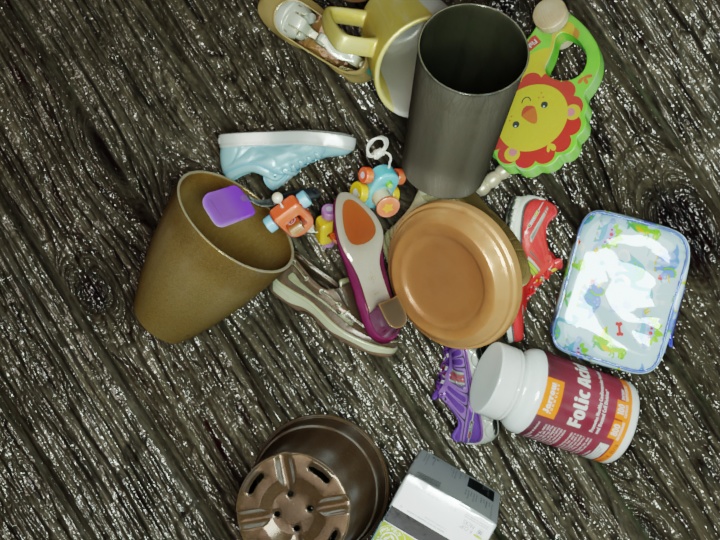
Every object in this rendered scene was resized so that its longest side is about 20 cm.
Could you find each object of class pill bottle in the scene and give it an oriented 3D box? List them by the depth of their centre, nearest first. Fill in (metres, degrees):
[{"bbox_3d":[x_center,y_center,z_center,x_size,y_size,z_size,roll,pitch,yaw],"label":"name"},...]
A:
[{"bbox_3d":[0.251,0.169,1.588,0.198,0.114,0.115,20,93,-14],"label":"pill bottle"}]

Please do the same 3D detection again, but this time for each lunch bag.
[{"bbox_3d":[0.346,0.030,1.619,0.159,0.082,0.202,15,92,9],"label":"lunch bag"}]

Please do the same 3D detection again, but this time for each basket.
[{"bbox_3d":[0.122,-0.201,1.529,0.135,0.201,0.181,16,48,4],"label":"basket"}]

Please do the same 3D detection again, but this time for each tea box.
[{"bbox_3d":[0.081,0.364,1.601,0.133,0.200,0.198,28,94,7],"label":"tea box"}]

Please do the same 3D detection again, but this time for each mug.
[{"bbox_3d":[0.057,-0.315,1.607,0.149,0.186,0.154,-40,41,15],"label":"mug"}]

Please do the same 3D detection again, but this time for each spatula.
[{"bbox_3d":[-0.128,-0.095,1.650,0.057,0.199,0.021,54,128,21],"label":"spatula"}]

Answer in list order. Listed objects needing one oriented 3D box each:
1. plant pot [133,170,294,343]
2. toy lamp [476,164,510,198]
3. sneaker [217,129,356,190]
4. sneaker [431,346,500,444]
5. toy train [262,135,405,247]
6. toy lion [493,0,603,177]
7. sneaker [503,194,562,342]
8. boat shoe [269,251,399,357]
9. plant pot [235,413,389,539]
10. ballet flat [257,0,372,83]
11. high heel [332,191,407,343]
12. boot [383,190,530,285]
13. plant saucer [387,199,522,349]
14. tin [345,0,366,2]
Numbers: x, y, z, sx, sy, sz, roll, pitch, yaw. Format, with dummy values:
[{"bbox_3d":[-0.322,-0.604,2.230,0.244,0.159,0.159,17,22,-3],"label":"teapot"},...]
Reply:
[{"bbox_3d":[-0.223,-0.001,1.668,0.186,0.186,0.200,45,116,6],"label":"plant pot"},{"bbox_3d":[0.218,-0.155,1.650,0.200,0.058,0.058,-41,85,6],"label":"toy lamp"},{"bbox_3d":[-0.100,-0.154,1.697,0.198,0.074,0.083,0,98,17],"label":"sneaker"},{"bbox_3d":[0.131,0.140,1.657,0.083,0.081,0.202,-12,89,14],"label":"sneaker"},{"bbox_3d":[-0.024,-0.087,1.643,0.199,0.150,0.056,-34,56,3],"label":"toy train"},{"bbox_3d":[0.239,-0.229,1.607,0.200,0.069,0.192,-40,62,8],"label":"toy lion"},{"bbox_3d":[0.229,0.000,1.643,0.084,0.077,0.202,7,94,-1],"label":"sneaker"},{"bbox_3d":[-0.029,0.043,1.675,0.201,0.075,0.075,30,107,7],"label":"boat shoe"},{"bbox_3d":[-0.072,0.304,1.626,0.198,0.198,0.203,0,91,9],"label":"plant pot"},{"bbox_3d":[-0.061,-0.331,1.689,0.199,0.063,0.069,32,96,7],"label":"ballet flat"},{"bbox_3d":[0.000,0.000,1.614,0.067,0.096,0.202,-14,77,-21],"label":"high heel"},{"bbox_3d":[0.122,-0.018,1.626,0.200,0.073,0.156,50,124,17],"label":"boot"},{"bbox_3d":[0.114,0.010,1.574,0.199,0.037,0.202,15,116,33],"label":"plant saucer"},{"bbox_3d":[-0.041,-0.439,1.675,0.199,0.042,0.113,28,82,21],"label":"tin"}]
